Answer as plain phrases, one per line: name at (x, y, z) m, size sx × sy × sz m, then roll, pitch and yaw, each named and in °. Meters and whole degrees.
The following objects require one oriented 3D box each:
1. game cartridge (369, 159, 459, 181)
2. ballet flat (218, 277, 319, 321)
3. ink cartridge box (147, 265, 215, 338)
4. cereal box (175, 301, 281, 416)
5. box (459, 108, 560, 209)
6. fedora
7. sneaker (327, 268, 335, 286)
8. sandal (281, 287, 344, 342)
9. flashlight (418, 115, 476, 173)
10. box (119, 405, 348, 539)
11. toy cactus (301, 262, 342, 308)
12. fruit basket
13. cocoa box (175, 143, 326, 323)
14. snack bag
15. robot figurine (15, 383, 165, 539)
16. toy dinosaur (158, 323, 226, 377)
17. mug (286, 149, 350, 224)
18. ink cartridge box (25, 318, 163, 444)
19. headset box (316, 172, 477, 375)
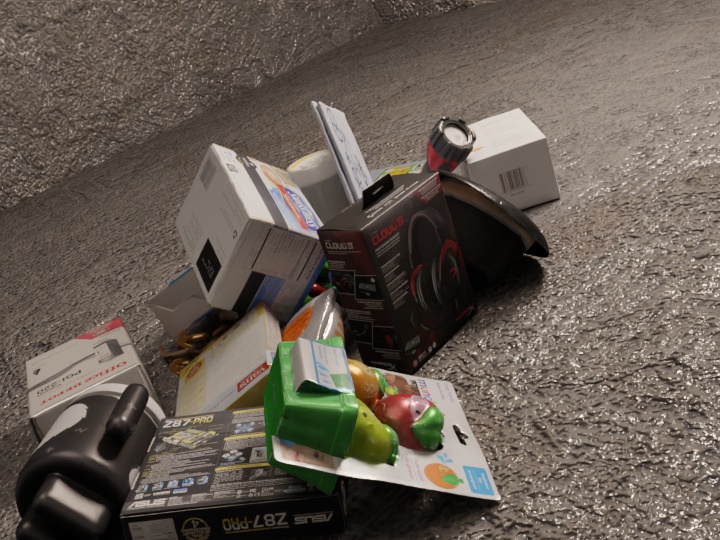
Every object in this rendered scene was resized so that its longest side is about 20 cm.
game cartridge at (0.068, -0.151, 1.530) m, size 0.197 × 0.041 × 0.134 m, roll -8°, pitch 28°, yaw 30°
ballet flat at (-0.126, 0.013, 1.273) m, size 0.198 × 0.058 × 0.066 m, roll -32°, pitch 24°, yaw -15°
ink cartridge box at (-0.208, 0.010, 1.278) m, size 0.115 × 0.068 × 0.200 m, roll -32°, pitch 5°, yaw 31°
cereal box at (-0.151, 0.128, 0.996) m, size 0.143 × 0.040 × 0.200 m, roll -39°, pitch 21°, yaw 7°
box at (0.222, -0.168, 1.346) m, size 0.122 × 0.099 × 0.201 m, roll -18°, pitch 22°, yaw 6°
fedora at (0.138, -0.041, 1.085) m, size 0.092 × 0.200 × 0.200 m, roll -55°, pitch 29°, yaw -6°
sneaker at (0.007, -0.047, 1.099) m, size 0.074 × 0.079 × 0.201 m, roll -11°, pitch 26°, yaw 32°
sandal at (-0.056, 0.104, 1.003) m, size 0.079 × 0.059 × 0.208 m, roll -34°, pitch 24°, yaw 28°
flashlight at (0.101, -0.149, 1.310) m, size 0.067 × 0.068 × 0.200 m, roll -34°, pitch -11°, yaw -37°
box at (-0.110, 0.189, 0.816) m, size 0.196 × 0.050 × 0.162 m, roll -8°, pitch 24°, yaw 4°
toy cactus at (0.000, 0.000, 1.172) m, size 0.198 × 0.104 × 0.163 m, roll -26°, pitch 30°, yaw -38°
fruit basket at (0.014, 0.126, 0.768) m, size 0.196 × 0.095 × 0.186 m, roll 7°, pitch 23°, yaw -11°
cocoa box at (-0.143, -0.049, 1.136) m, size 0.130 × 0.135 × 0.201 m, roll 16°, pitch 25°, yaw -34°
snack bag at (-0.015, -0.156, 1.272) m, size 0.021 × 0.191 × 0.200 m, roll -23°, pitch 3°, yaw 11°
robot figurine at (-0.268, 0.199, 0.865) m, size 0.148 × 0.127 × 0.201 m, roll -15°, pitch 22°, yaw 13°
toy dinosaur at (-0.221, 0.111, 1.158) m, size 0.197 × 0.062 × 0.106 m, roll -13°, pitch -7°, yaw 23°
mug at (-0.069, -0.099, 1.362) m, size 0.183 × 0.155 × 0.150 m, roll -12°, pitch 23°, yaw 21°
ink cartridge box at (-0.346, 0.153, 1.106) m, size 0.144 × 0.086 × 0.200 m, roll -26°, pitch 24°, yaw -15°
headset box at (0.043, -0.008, 0.979) m, size 0.074 × 0.203 × 0.148 m, roll 2°, pitch 29°, yaw 44°
